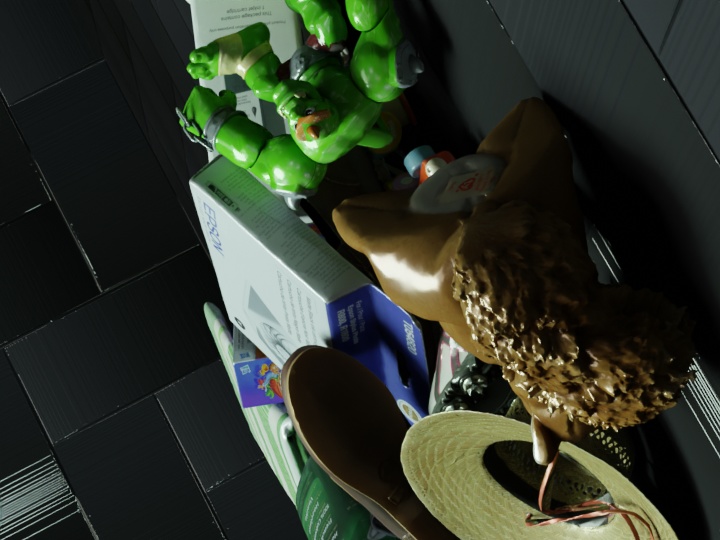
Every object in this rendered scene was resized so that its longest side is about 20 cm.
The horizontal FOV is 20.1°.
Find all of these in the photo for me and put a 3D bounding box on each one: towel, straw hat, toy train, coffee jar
[{"bbox_3d":[-0.071,0.130,1.683,0.200,0.023,0.153,52,165,56],"label":"towel"},{"bbox_3d":[0.134,0.127,1.353,0.200,0.085,0.202,22,147,15],"label":"straw hat"},{"bbox_3d":[0.038,-0.090,1.445,0.201,0.055,0.151,58,165,27],"label":"toy train"},{"bbox_3d":[0.017,0.214,1.516,0.200,0.103,0.086,-110,35,-60],"label":"coffee jar"}]

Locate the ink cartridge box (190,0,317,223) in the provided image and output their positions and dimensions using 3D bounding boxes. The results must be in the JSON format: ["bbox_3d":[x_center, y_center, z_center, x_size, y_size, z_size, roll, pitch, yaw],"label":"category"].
[{"bbox_3d":[-0.074,-0.134,1.569,0.147,0.082,0.202,-2,-94,-86],"label":"ink cartridge box"}]

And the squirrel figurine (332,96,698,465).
[{"bbox_3d":[0.103,0.032,1.148,0.187,0.141,0.200,60,176,-27],"label":"squirrel figurine"}]

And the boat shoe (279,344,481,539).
[{"bbox_3d":[0.009,0.130,1.421,0.200,0.070,0.070,51,168,-18],"label":"boat shoe"}]

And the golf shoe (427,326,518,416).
[{"bbox_3d":[0.087,0.035,1.372,0.201,0.077,0.089,109,147,-45],"label":"golf shoe"}]

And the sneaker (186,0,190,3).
[{"bbox_3d":[-0.098,-0.219,1.782,0.091,0.078,0.200,61,177,-39],"label":"sneaker"}]

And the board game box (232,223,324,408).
[{"bbox_3d":[-0.034,0.028,1.649,0.201,0.133,0.045,-95,-4,-59],"label":"board game box"}]

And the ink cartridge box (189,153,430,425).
[{"bbox_3d":[-0.032,0.036,1.449,0.200,0.041,0.200,40,160,26],"label":"ink cartridge box"}]

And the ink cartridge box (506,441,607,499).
[{"bbox_3d":[0.130,0.179,1.524,0.147,0.083,0.200,60,170,15],"label":"ink cartridge box"}]

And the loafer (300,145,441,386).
[{"bbox_3d":[0.000,0.000,1.479,0.201,0.071,0.073,65,167,-1],"label":"loafer"}]

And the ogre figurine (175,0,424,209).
[{"bbox_3d":[-0.032,-0.133,1.361,0.120,0.200,0.098,53,-171,18],"label":"ogre figurine"}]

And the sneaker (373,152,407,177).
[{"bbox_3d":[0.043,-0.037,1.548,0.200,0.070,0.083,57,156,30],"label":"sneaker"}]
